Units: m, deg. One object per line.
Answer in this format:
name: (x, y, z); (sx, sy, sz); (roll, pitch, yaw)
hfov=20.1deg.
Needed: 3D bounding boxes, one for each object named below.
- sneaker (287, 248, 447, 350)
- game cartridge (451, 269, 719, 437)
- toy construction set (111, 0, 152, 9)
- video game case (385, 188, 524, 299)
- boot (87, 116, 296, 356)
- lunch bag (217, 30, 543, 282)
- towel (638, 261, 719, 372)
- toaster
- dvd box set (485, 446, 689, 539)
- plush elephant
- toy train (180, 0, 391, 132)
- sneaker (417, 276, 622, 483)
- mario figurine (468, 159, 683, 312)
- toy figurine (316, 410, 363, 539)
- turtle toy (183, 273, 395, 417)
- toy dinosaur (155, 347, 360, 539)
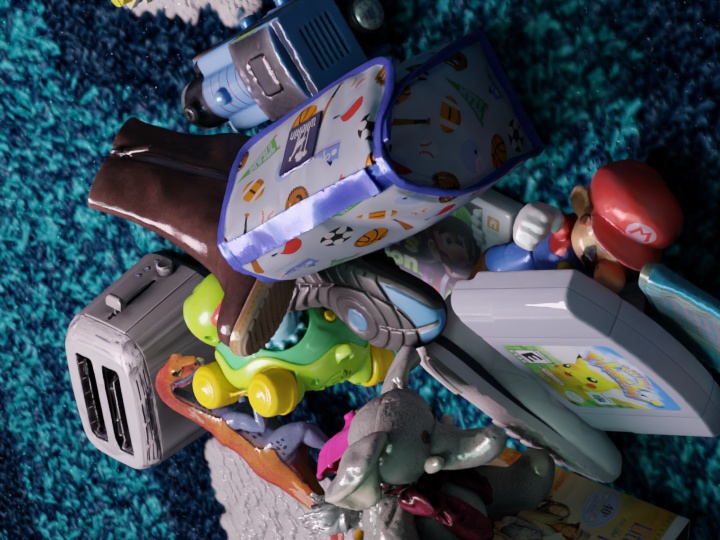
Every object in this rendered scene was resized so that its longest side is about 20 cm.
sneaker: (0.000, 0.000, 1.566); (0.199, 0.082, 0.074); (21, 135, 42)
game cartridge: (0.172, 0.063, 1.460); (0.133, 0.041, 0.200); (-6, 145, 46)
toy construction set: (-0.215, -0.312, 1.634); (0.200, 0.092, 0.131); (47, 144, -8)
video game case: (0.043, -0.015, 1.630); (0.199, 0.023, 0.183); (29, 136, 31)
boot: (-0.126, -0.028, 1.525); (0.165, 0.201, 0.073); (12, 139, 7)
lunch bag: (0.005, -0.076, 1.443); (0.169, 0.200, 0.125); (-27, 96, 37)
towel: (0.279, 0.072, 1.382); (0.199, 0.022, 0.147); (35, 172, 23)
toaster: (-0.192, 0.092, 1.885); (0.113, 0.129, 0.201); (24, 134, 35)
dvd box set: (0.133, 0.208, 1.559); (0.199, 0.146, 0.030); (21, 133, 26)
plush elephant: (0.050, 0.147, 1.479); (0.198, 0.165, 0.156); (9, 136, 11)
toy train: (-0.064, -0.160, 1.557); (0.199, 0.114, 0.087); (-18, 104, 52)
sneaker: (0.136, 0.088, 1.564); (0.200, 0.081, 0.076); (40, 164, -20)
mario figurine: (0.154, -0.001, 1.443); (0.200, 0.123, 0.107); (-37, 77, 58)
toy figurine: (0.028, 0.211, 1.716); (0.199, 0.186, 0.150); (21, 151, -25)
turtle toy: (-0.073, 0.052, 1.695); (0.199, 0.145, 0.102); (5, 105, 48)
toy dinosaur: (-0.092, 0.140, 1.786); (0.105, 0.180, 0.202); (128, 144, -62)
